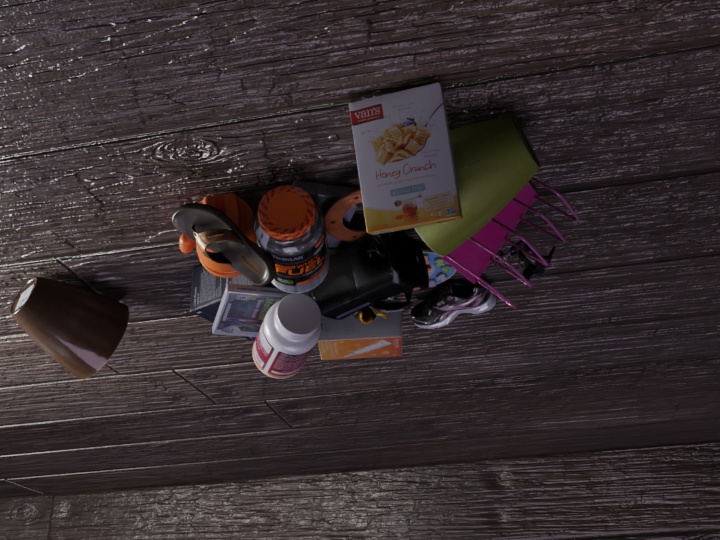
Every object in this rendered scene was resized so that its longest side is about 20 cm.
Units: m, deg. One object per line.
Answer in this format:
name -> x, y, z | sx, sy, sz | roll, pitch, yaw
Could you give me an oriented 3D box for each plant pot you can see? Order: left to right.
plant pot -> -0.634, 0.104, 1.651 | 0.186, 0.188, 0.200 | -23, 133, 35
plant pot -> 0.174, -0.151, 1.217 | 0.199, 0.188, 0.187 | -29, 144, 21

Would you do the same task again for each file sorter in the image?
file sorter -> 0.261, -0.056, 1.321 | 0.201, 0.125, 0.139 | -54, 141, 2

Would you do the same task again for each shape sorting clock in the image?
shape sorting clock -> 0.105, 0.002, 1.631 | 0.198, 0.040, 0.200 | -1, 152, -1

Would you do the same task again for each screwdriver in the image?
screwdriver -> 0.004, -0.046, 1.535 | 0.028, 0.029, 0.200 | -7, 150, 5

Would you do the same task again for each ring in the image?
ring -> 0.029, -0.108, 1.387 | 0.198, 0.019, 0.201 | -12, 157, -5

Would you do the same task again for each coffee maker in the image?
coffee maker -> 0.000, 0.000, 1.470 | 0.199, 0.136, 0.192 | -23, 134, 29

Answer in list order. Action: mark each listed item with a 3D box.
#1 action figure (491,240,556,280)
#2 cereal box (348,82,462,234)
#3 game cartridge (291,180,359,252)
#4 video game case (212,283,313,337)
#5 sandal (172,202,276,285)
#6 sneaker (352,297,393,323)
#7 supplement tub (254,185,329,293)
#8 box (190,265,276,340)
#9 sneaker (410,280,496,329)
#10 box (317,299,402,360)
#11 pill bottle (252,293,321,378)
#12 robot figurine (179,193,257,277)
action figure -> 0.265, -0.057, 1.472 | 0.199, 0.103, 0.119 | 26, 160, 4
cereal box -> 0.066, -0.164, 1.143 | 0.142, 0.202, 0.040 | -10, 176, 14
game cartridge -> -0.085, -0.098, 1.434 | 0.128, 0.039, 0.200 | 9, 150, -12
video game case -> -0.198, 0.088, 1.567 | 0.180, 0.024, 0.200 | 6, 150, -17
sandal -> -0.231, -0.038, 1.283 | 0.200, 0.055, 0.082 | 41, 125, -4
sneaker -> -0.006, 0.074, 1.694 | 0.077, 0.083, 0.199 | 23, 160, -33
supplement tub -> -0.119, -0.054, 1.351 | 0.121, 0.124, 0.200 | -3, 152, 1
box -> -0.225, 0.050, 1.629 | 0.181, 0.105, 0.200 | -19, 148, 26
sneaker -> 0.199, 0.062, 1.734 | 0.199, 0.081, 0.086 | -22, 136, 19
box -> -0.001, 0.142, 1.828 | 0.198, 0.098, 0.125 | -3, 152, 2
pill bottle -> -0.141, 0.126, 1.501 | 0.112, 0.114, 0.200 | 6, 151, -16
robot figurine -> -0.248, -0.061, 1.404 | 0.116, 0.144, 0.200 | 41, 157, 16
